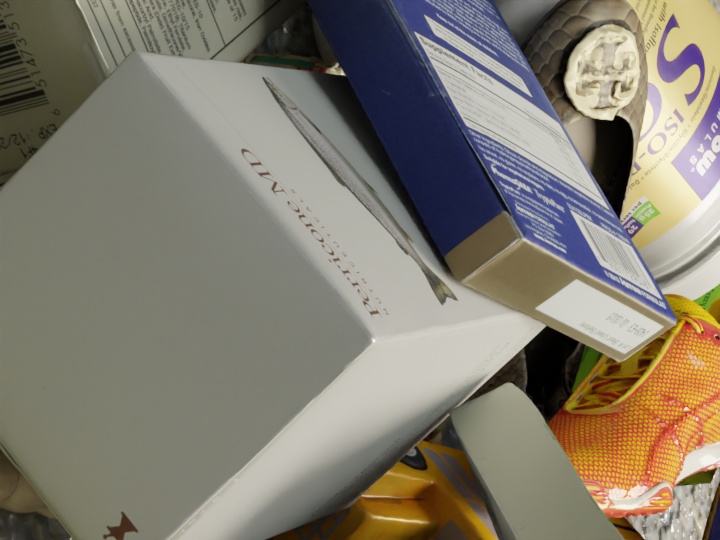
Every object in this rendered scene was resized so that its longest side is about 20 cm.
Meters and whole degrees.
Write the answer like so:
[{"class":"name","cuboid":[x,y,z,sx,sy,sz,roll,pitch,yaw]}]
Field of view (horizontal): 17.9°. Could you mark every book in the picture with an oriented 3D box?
[{"class":"book","cuboid":[0.089,0.153,0.793,0.134,0.048,0.201,-119,-174,-61]}]

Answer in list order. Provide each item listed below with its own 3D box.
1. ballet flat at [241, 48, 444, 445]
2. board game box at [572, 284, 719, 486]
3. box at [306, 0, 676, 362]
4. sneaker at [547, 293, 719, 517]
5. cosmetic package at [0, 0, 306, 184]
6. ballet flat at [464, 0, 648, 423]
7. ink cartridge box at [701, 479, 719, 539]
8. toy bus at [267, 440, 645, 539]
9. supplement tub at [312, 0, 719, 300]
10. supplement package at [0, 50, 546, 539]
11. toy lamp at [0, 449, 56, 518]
[{"class":"ballet flat","cuboid":[0.000,0.000,0.921,0.201,0.064,0.076,62,37,-25]},{"class":"board game box","cuboid":[0.142,0.024,1.088,0.048,0.101,0.200,62,38,-26]},{"class":"box","cuboid":[0.033,-0.066,0.812,0.121,0.032,0.201,25,34,-55]},{"class":"sneaker","cuboid":[0.110,0.054,0.915,0.200,0.073,0.078,-22,102,-52]},{"class":"cosmetic package","cuboid":[-0.079,-0.123,0.816,0.200,0.087,0.104,-46,119,-49]},{"class":"ballet flat","cuboid":[0.080,-0.013,0.910,0.067,0.046,0.201,-1,117,-27]},{"class":"ink cartridge box","cuboid":[0.159,0.172,1.017,0.200,0.047,0.199,-38,143,-67]},{"class":"toy bus","cuboid":[0.047,0.119,0.928,0.200,0.065,0.078,19,25,-52]},{"class":"supplement tub","cuboid":[0.088,-0.083,0.997,0.200,0.145,0.146,43,48,-41]},{"class":"supplement package","cuboid":[-0.035,0.012,0.750,0.117,0.117,0.200,50,17,11]},{"class":"toy lamp","cuboid":[-0.103,0.072,0.758,0.200,0.058,0.059,17,68,-53]}]
